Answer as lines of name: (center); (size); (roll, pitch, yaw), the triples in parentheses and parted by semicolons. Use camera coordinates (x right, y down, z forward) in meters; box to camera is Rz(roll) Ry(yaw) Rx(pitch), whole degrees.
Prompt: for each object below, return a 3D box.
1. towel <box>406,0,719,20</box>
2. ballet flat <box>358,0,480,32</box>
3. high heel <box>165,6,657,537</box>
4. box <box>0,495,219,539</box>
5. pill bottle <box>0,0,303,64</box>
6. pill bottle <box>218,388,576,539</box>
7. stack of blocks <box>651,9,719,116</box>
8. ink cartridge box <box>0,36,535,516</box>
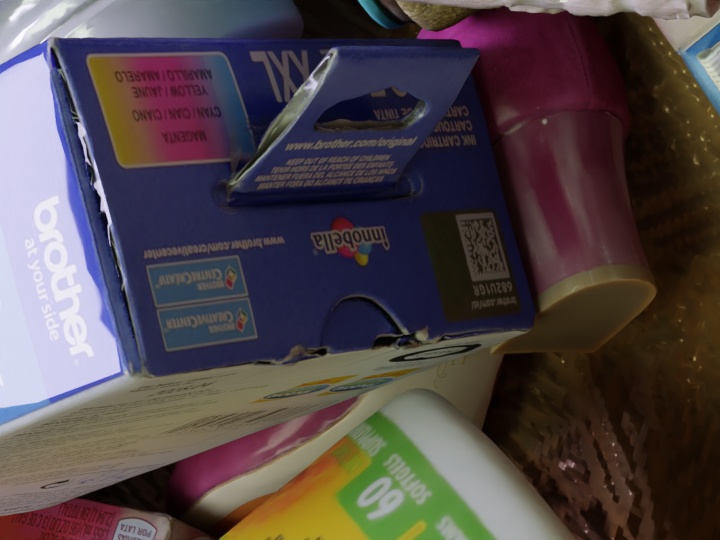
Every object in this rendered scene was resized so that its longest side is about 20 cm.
towel: (-0.009, -0.152, 0.588); (0.200, 0.032, 0.192); (6, 85, 20)
ballet flat: (-0.012, -0.151, 0.648); (0.071, 0.071, 0.200); (-37, 79, 42)
high heel: (0.000, 0.000, 0.715); (0.200, 0.067, 0.096); (-43, 54, 52)
box: (-0.111, 0.112, 0.795); (0.200, 0.100, 0.096); (8, 73, 38)
pill bottle: (-0.099, -0.124, 0.709); (0.109, 0.109, 0.200); (-40, 79, 42)
pill bottle: (-0.028, 0.130, 0.640); (0.111, 0.200, 0.111); (50, 175, 6)
stack of blocks: (0.157, -0.078, 0.544); (0.200, 0.059, 0.115); (-41, 79, 42)
ink cartridge box: (-0.057, 0.003, 0.627); (0.200, 0.136, 0.077); (-20, 81, 38)
